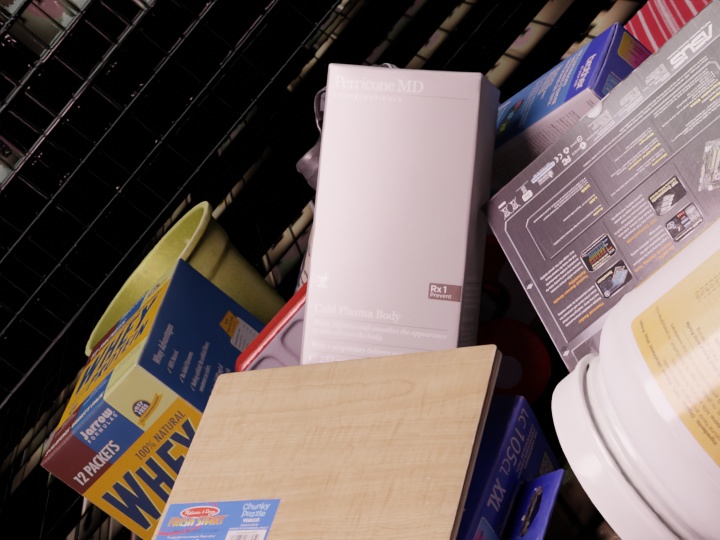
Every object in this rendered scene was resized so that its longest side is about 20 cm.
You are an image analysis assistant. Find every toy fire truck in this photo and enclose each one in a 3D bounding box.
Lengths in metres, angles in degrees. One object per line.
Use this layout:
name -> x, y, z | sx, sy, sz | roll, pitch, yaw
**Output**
toy fire truck -> 0.030, 0.050, 0.993 | 0.200, 0.168, 0.112 | -48, 16, 9

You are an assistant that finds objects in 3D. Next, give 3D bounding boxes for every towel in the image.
towel -> 0.294, -0.236, 1.186 | 0.200, 0.022, 0.145 | -47, 18, 21

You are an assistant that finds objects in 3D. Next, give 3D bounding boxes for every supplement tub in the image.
supplement tub -> 0.195, 0.037, 0.600 | 0.200, 0.144, 0.145 | -44, 17, 25

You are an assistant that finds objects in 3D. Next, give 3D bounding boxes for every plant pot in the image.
plant pot -> -0.154, 0.063, 1.463 | 0.200, 0.184, 0.200 | -46, 15, 16

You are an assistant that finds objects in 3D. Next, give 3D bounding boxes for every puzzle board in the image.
puzzle board -> -0.022, 0.114, 0.814 | 0.199, 0.017, 0.151 | -9, 43, 29

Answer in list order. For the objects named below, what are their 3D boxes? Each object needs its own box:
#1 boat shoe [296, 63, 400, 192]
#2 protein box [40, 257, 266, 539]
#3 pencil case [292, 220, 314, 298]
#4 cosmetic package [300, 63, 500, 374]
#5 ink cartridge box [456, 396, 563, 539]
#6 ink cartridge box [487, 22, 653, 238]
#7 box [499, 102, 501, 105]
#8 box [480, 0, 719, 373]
boat shoe -> -0.012, -0.132, 1.212 | 0.070, 0.066, 0.200 | -38, 21, 40
protein box -> -0.139, 0.133, 1.225 | 0.135, 0.200, 0.199 | -45, 16, 22
pencil case -> 0.000, 0.000, 1.054 | 0.078, 0.089, 0.201 | -96, 21, -64
cosmetic package -> 0.028, -0.030, 0.909 | 0.090, 0.106, 0.201 | -8, -79, -76
ink cartridge box -> 0.030, 0.146, 0.829 | 0.199, 0.076, 0.137 | -2, 45, 32
ink cartridge box -> 0.168, -0.075, 0.952 | 0.200, 0.136, 0.076 | -31, 26, 51
box -> 0.086, -0.084, 1.208 | 0.039, 0.137, 0.200 | -57, 17, -23
box -> 0.183, -0.034, 0.817 | 0.200, 0.048, 0.159 | -43, 57, 27
